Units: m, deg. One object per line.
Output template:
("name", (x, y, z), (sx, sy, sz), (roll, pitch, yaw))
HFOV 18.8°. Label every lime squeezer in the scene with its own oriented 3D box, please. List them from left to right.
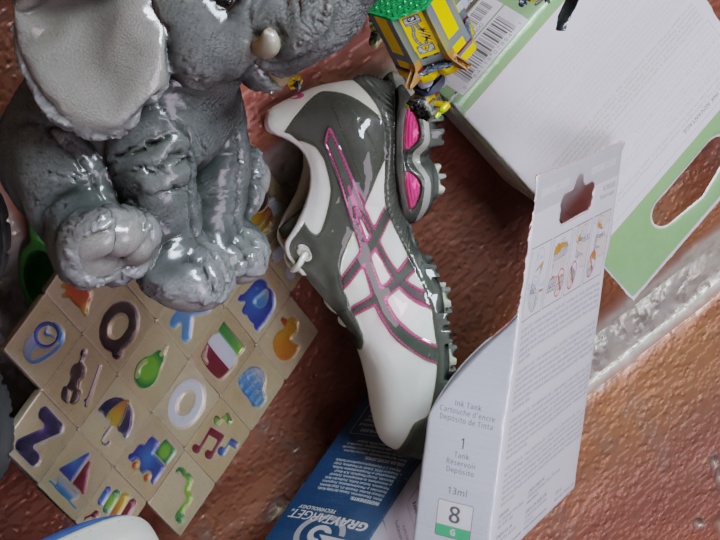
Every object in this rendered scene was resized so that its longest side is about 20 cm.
("lime squeezer", (-0.132, 0.007, 1.054), (0.071, 0.038, 0.200), (-38, 130, -12))

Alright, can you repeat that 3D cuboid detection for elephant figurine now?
("elephant figurine", (-0.075, -0.097, 0.919), (0.155, 0.142, 0.201), (9, 120, -14))

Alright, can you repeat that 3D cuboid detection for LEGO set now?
("LEGO set", (0.022, -0.131, 1.000), (0.154, 0.200, 0.116), (-56, 138, -25))

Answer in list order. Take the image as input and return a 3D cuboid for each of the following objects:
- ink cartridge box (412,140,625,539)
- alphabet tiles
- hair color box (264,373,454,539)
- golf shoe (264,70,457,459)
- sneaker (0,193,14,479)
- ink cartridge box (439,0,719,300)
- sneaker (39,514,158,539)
("ink cartridge box", (0.082, 0.037, 1.123), (0.161, 0.050, 0.201), (-24, 121, -66))
("alphabet tiles", (-0.094, 0.033, 1.077), (0.200, 0.006, 0.167), (-56, 136, -20))
("hair color box", (0.004, 0.153, 1.161), (0.200, 0.060, 0.100), (-53, 140, -40))
("golf shoe", (0.000, 0.000, 1.114), (0.088, 0.077, 0.201), (-8, 100, -12))
("sneaker", (-0.200, 0.022, 0.953), (0.091, 0.076, 0.201), (-41, 128, -63))
("ink cartridge box", (0.136, -0.095, 1.185), (0.146, 0.048, 0.200), (-49, 134, -3))
("sneaker", (-0.197, 0.143, 1.023), (0.200, 0.111, 0.077), (-32, 144, 3))
